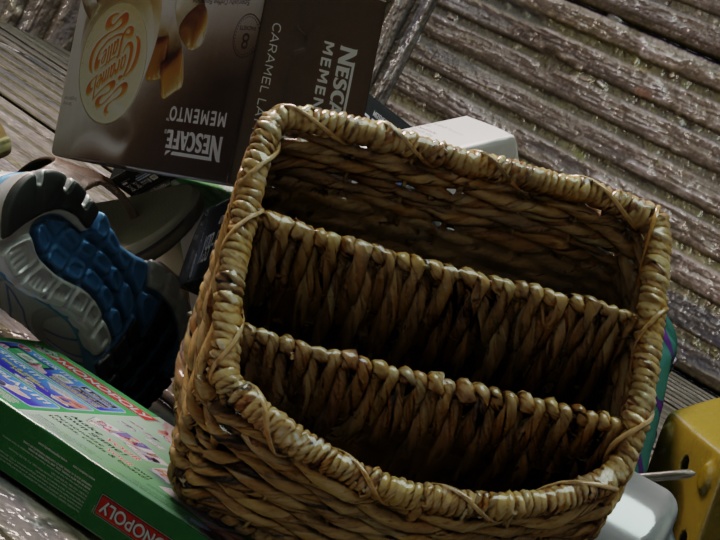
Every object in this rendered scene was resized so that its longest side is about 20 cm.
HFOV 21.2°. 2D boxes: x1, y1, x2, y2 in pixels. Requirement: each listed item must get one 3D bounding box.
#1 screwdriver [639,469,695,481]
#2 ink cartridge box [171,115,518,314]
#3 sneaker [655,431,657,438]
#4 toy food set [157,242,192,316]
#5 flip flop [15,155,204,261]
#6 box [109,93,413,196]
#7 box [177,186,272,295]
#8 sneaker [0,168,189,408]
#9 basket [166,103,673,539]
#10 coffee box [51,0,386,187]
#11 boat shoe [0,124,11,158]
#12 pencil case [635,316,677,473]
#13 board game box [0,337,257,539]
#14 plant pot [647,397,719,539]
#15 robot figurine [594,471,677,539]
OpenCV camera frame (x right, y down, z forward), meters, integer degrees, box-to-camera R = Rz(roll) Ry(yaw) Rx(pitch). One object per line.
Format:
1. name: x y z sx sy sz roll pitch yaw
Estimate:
1. screwdriver: 0.085 0.124 1.061 0.198 0.029 0.028 0 -9 5
2. ink cartridge box: 0.000 0.000 1.169 0.199 0.146 0.087 -13 17 -18
3. sneaker: 0.177 0.148 1.306 0.199 0.109 0.070 22 8 -45
4. toy food set: -0.106 0.025 1.353 0.143 0.061 0.200 39 5 11
5. flip flop: -0.188 -0.034 1.080 0.198 0.058 0.081 1 29 7
6. box: -0.049 -0.061 1.283 0.160 0.044 0.200 35 -34 -25
7. box: 0.015 0.020 1.010 0.199 0.050 0.158 24 -11 -13
8. sneaker: -0.159 0.004 1.014 0.086 0.075 0.200 17 -27 32
9. basket: 0.026 0.041 0.831 0.199 0.150 0.143 16 36 -11
10. coffee box: -0.084 -0.105 1.071 0.079 0.115 0.199 10 2 -37
11. boat shoe: -0.302 -0.096 1.141 0.199 0.064 0.073 7 14 18
12. pencil case: 0.136 0.097 1.163 0.085 0.093 0.200 26 42 1
13. board game box: -0.116 0.087 0.893 0.199 0.029 0.134 30 5 23
14. plant pot: 0.268 0.175 1.153 0.199 0.195 0.196 17 8 -10
15. robot figurine: 0.079 0.133 0.965 0.199 0.113 0.170 29 -4 11
